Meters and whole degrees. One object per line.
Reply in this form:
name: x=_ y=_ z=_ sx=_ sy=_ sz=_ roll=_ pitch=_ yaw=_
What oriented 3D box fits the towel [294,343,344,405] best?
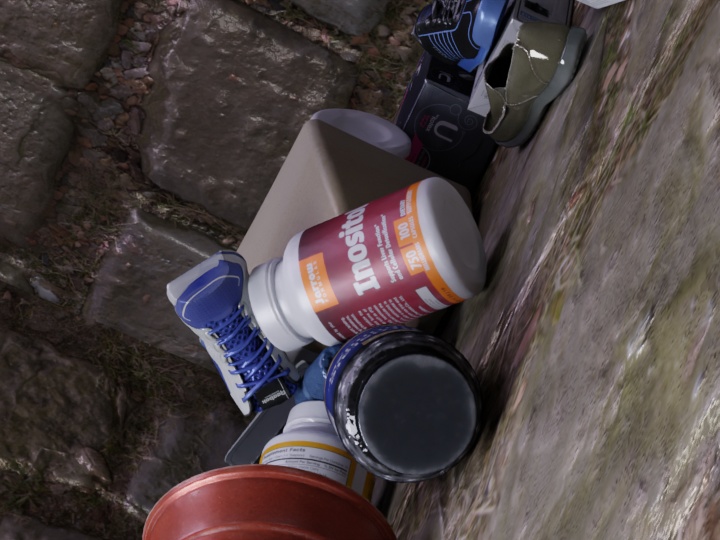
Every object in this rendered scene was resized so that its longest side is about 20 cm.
towel: x=0.001 y=0.109 z=1.538 sx=0.200 sy=0.111 sz=0.049 roll=123 pitch=159 yaw=-74

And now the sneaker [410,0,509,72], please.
sneaker: x=0.098 y=-0.252 z=1.673 sx=0.200 sy=0.078 sz=0.070 roll=136 pitch=157 yaw=-81

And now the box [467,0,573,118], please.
box: x=0.170 y=-0.245 z=1.687 sx=0.200 sy=0.060 sz=0.117 roll=-74 pitch=8 yaw=-55

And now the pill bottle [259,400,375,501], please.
pill bottle: x=-0.048 y=0.222 z=1.480 sx=0.109 sy=0.109 sz=0.201 roll=119 pitch=167 yaw=-53

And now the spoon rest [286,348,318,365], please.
spoon rest: x=-0.075 y=0.088 z=1.783 sx=0.100 sy=0.061 sz=0.200 roll=-55 pitch=-28 yaw=-2

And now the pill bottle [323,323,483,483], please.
pill bottle: x=0.032 y=0.099 z=1.232 sx=0.200 sy=0.111 sz=0.112 roll=180 pitch=113 yaw=-85

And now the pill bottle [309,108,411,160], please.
pill bottle: x=-0.022 y=-0.064 z=1.779 sx=0.114 sy=0.113 sz=0.201 roll=-76 pitch=1 yaw=-66

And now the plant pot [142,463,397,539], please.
plant pot: x=-0.074 y=0.281 z=1.187 sx=0.196 sy=0.200 sz=0.201 roll=-85 pitch=17 yaw=-49

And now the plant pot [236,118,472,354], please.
plant pot: x=0.000 y=0.000 z=1.648 sx=0.201 sy=0.199 sz=0.177 roll=-60 pitch=20 yaw=19

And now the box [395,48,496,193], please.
box: x=0.105 y=-0.187 z=1.862 sx=0.200 sy=0.106 sz=0.123 roll=-75 pitch=9 yaw=-60

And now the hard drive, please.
hard drive: x=-0.070 y=0.169 z=1.838 sx=0.140 sy=0.033 sz=0.200 roll=-52 pitch=-16 yaw=3

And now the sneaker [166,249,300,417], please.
sneaker: x=-0.106 y=0.067 z=1.532 sx=0.080 sy=0.115 sz=0.200 roll=-34 pitch=-25 yaw=-7

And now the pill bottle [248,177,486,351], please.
pill bottle: x=0.004 y=0.002 z=1.475 sx=0.199 sy=0.113 sz=0.113 roll=-22 pitch=25 yaw=22

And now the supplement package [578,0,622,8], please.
supplement package: x=0.156 y=-0.334 z=1.390 sx=0.151 sy=0.199 sz=0.152 roll=-109 pitch=42 yaw=-84

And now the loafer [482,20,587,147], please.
loafer: x=0.150 y=-0.181 z=1.530 sx=0.200 sy=0.069 sz=0.075 roll=123 pitch=170 yaw=-65
